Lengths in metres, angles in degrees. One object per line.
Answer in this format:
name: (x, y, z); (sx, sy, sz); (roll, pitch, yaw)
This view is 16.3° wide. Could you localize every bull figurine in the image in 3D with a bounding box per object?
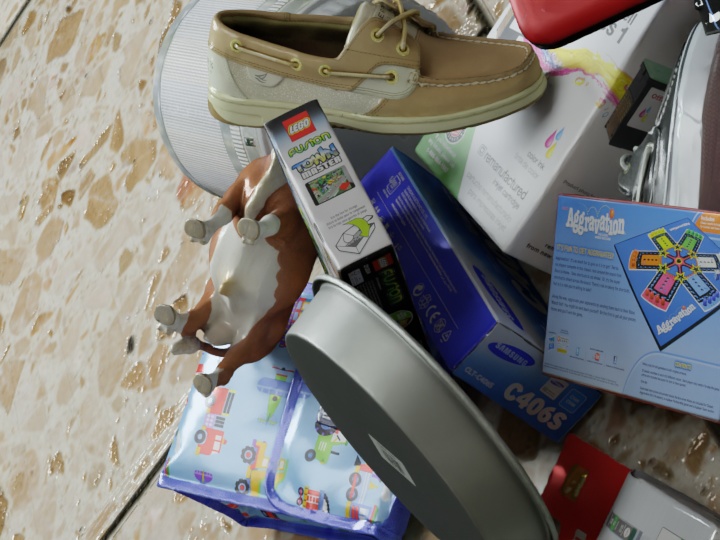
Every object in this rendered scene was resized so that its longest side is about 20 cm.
bull figurine: (-0.062, -0.019, 1.522); (0.065, 0.121, 0.201); (26, 122, 20)

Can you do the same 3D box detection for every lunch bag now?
lunch bag: (-0.013, 0.092, 1.592); (0.200, 0.094, 0.151); (5, 72, 45)

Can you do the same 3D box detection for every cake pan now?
cake pan: (0.029, 0.089, 1.375); (0.037, 0.200, 0.200); (-41, 29, -11)

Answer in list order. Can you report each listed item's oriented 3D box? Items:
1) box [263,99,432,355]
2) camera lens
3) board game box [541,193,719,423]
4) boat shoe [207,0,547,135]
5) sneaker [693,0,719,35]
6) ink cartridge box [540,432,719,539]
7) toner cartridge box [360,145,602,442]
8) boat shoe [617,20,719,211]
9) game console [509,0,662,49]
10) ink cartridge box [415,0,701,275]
box: (0.000, 0.000, 1.452); (0.035, 0.200, 0.110); (-25, 59, -2)
camera lens: (-0.034, -0.115, 1.669); (0.200, 0.160, 0.160); (15, 83, 59)
board game box: (0.150, 0.016, 1.310); (0.200, 0.019, 0.103); (-167, 80, -68)
boat shoe: (0.006, -0.120, 1.434); (0.074, 0.199, 0.067); (-74, -20, -60)
sneaker: (0.191, -0.161, 1.290); (0.200, 0.070, 0.078); (45, 106, 31)
ink cartridge box: (0.118, 0.181, 1.349); (0.200, 0.050, 0.161); (29, 95, 57)
toner cartridge box: (0.066, 0.011, 1.491); (0.043, 0.095, 0.200); (-48, 35, 14)
boat shoe: (0.171, -0.045, 1.374); (0.071, 0.072, 0.201); (2, 75, 40)
game console: (0.174, -0.216, 1.417); (0.199, 0.119, 0.173); (-24, 66, 15)
ink cartridge box: (0.138, -0.109, 1.472); (0.200, 0.084, 0.145); (-58, 32, 13)
